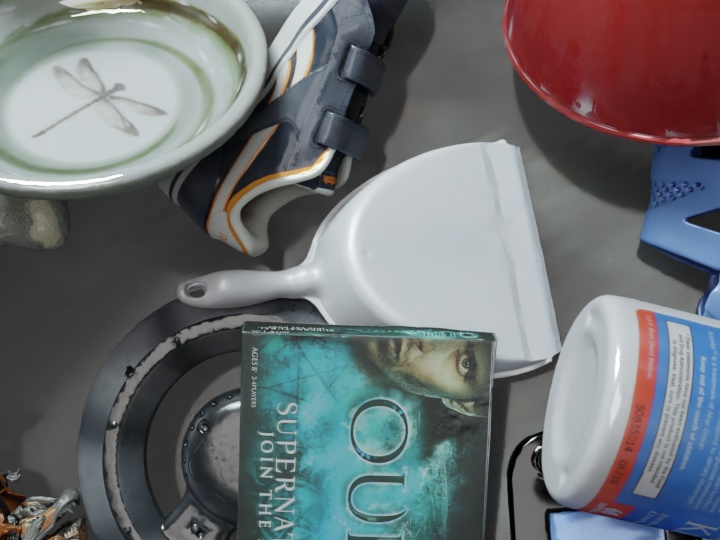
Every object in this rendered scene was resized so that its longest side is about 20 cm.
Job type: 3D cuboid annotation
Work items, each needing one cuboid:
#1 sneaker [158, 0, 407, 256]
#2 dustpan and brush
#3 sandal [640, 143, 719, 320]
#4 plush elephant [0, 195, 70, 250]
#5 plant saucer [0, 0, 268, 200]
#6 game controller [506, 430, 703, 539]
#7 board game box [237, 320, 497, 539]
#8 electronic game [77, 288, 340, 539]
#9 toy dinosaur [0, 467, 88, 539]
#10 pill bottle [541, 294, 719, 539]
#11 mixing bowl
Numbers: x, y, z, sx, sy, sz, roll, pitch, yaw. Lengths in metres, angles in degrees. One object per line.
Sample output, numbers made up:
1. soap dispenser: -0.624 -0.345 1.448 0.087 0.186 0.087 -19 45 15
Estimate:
1. sneaker: -0.023 -0.095 0.860 0.079 0.078 0.200 45 102 16
2. dustpan and brush: 0.000 0.000 0.837 0.200 0.057 0.140 -2 70 -21
3. sandal: 0.190 -0.037 0.821 0.087 0.079 0.200 -29 78 8
4. plush elephant: -0.297 -0.065 0.856 0.200 0.155 0.165 -22 80 5
5. plant saucer: -0.149 -0.097 0.827 0.200 0.050 0.200 -1 46 1
6. game controller: 0.137 0.185 0.816 0.104 0.042 0.200 -5 83 8
7. board game box: 0.001 0.128 0.808 0.135 0.028 0.200 1 102 -2
8. electronic game: -0.062 0.106 0.856 0.200 0.042 0.200 0 89 4
9. toy dinosaur: -0.261 0.136 0.863 0.200 0.102 0.136 -7 99 -13
10. pill bottle: 0.203 0.087 0.769 0.200 0.112 0.112 14 85 -6
11. mixing bowl: 0.171 -0.173 0.779 0.200 0.108 0.200 -4 49 5
